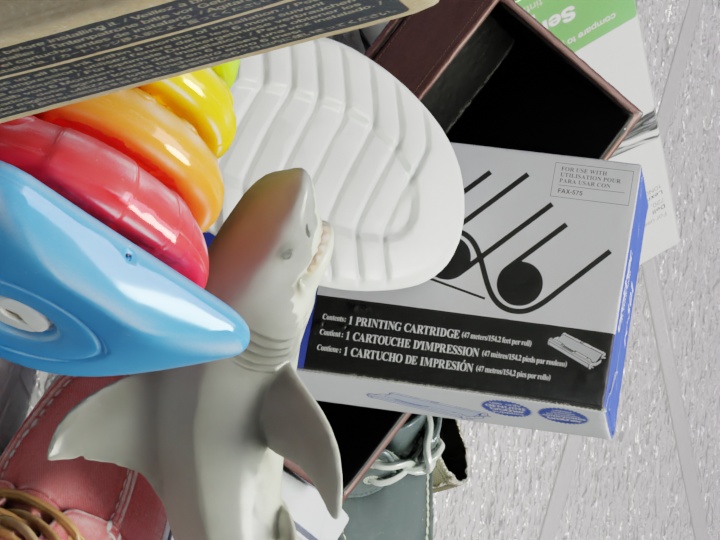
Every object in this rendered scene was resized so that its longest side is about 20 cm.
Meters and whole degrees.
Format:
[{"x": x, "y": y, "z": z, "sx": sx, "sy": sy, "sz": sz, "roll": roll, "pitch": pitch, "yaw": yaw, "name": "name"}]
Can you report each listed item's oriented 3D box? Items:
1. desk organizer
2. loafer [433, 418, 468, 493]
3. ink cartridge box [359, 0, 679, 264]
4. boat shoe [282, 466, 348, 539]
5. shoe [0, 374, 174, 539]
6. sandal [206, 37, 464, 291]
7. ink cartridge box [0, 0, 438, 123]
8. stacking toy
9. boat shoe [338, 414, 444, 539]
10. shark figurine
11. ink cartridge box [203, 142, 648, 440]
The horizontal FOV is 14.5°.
[{"x": 0.013, "y": -0.016, "z": 1.106, "sx": 0.200, "sy": 0.077, "sz": 0.072, "roll": -52, "pitch": 142, "yaw": -1, "name": "desk organizer"}, {"x": 0.021, "y": 0.016, "z": 1.305, "sx": 0.075, "sy": 0.069, "sz": 0.201, "roll": -50, "pitch": 141, "yaw": -59, "name": "loafer"}, {"x": 0.062, "y": -0.097, "z": 1.270, "sx": 0.146, "sy": 0.084, "sz": 0.201, "roll": 51, "pitch": -14, "yaw": 41, "name": "ink cartridge box"}, {"x": -0.063, "y": 0.096, "z": 1.107, "sx": 0.070, "sy": 0.071, "sz": 0.200, "roll": -55, "pitch": 163, "yaw": -1, "name": "boat shoe"}, {"x": -0.112, "y": 0.100, "z": 0.938, "sx": 0.091, "sy": 0.071, "sz": 0.201, "roll": 68, "pitch": 35, "yaw": -58, "name": "shoe"}, {"x": -0.054, "y": -0.048, "z": 0.974, "sx": 0.202, "sy": 0.050, "sz": 0.083, "roll": 17, "pitch": 83, "yaw": -27, "name": "sandal"}, {"x": -0.078, "y": -0.152, "z": 0.757, "sx": 0.075, "sy": 0.164, "sz": 0.201, "roll": 29, "pitch": 49, "yaw": -70, "name": "ink cartridge box"}, {"x": -0.075, "y": -0.074, "z": 0.889, "sx": 0.116, "sy": 0.109, "sz": 0.201, "roll": 33, "pitch": 65, "yaw": -32, "name": "stacking toy"}, {"x": 0.002, "y": 0.069, "z": 1.237, "sx": 0.073, "sy": 0.062, "sz": 0.201, "roll": -28, "pitch": 123, "yaw": -27, "name": "boat shoe"}, {"x": -0.057, "y": 0.078, "z": 0.928, "sx": 0.128, "sy": 0.089, "sz": 0.216, "roll": 172, "pitch": -81, "yaw": -70, "name": "shark figurine"}, {"x": 0.000, "y": 0.000, "z": 1.037, "sx": 0.044, "sy": 0.199, "sz": 0.095, "roll": 64, "pitch": 35, "yaw": -69, "name": "ink cartridge box"}]
